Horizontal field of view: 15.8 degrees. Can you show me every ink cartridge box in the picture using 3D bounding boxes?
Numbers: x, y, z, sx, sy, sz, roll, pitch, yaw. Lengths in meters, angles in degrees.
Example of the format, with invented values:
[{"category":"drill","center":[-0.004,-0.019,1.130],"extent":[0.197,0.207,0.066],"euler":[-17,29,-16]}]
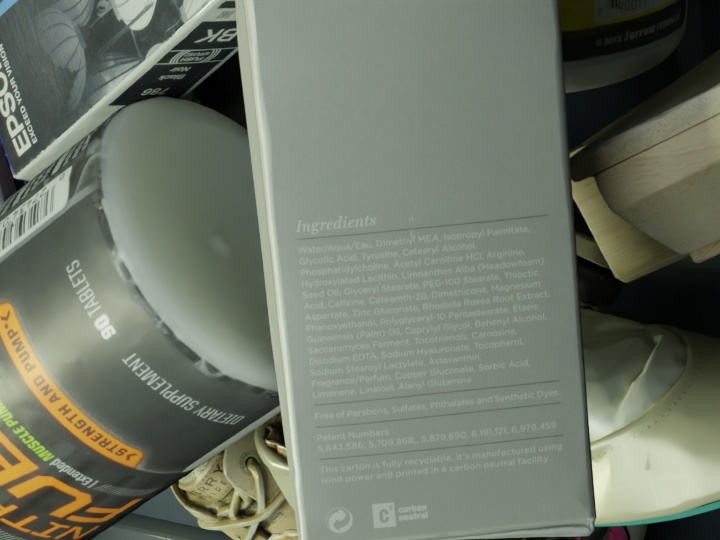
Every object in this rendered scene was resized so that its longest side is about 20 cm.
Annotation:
[{"category":"ink cartridge box","center":[-0.082,-0.098,0.821],"extent":[0.200,0.039,0.100],"euler":[-37,69,46]}]

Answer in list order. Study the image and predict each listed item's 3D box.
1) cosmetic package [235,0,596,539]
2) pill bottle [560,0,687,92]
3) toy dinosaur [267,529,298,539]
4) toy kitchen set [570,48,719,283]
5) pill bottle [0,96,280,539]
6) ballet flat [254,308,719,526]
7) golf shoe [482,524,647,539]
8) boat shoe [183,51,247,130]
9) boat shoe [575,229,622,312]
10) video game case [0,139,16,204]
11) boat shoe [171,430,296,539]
[{"category":"cosmetic package","center":[0.012,-0.038,0.691],"extent":[0.090,0.107,0.201],"euler":[-3,108,-2]},{"category":"pill bottle","center":[0.043,-0.160,0.768],"extent":[0.112,0.112,0.201],"euler":[10,114,29]},{"category":"toy dinosaur","center":[0.013,0.106,0.808],"extent":[0.101,0.058,0.201],"euler":[30,134,13]},{"category":"toy kitchen set","center":[0.167,0.006,0.724],"extent":[0.199,0.163,0.181],"euler":[-26,94,37]},{"category":"pill bottle","center":[-0.106,0.037,0.845],"extent":[0.200,0.106,0.106],"euler":[-35,89,33]},{"category":"ballet flat","center":[0.050,0.046,0.820],"extent":[0.199,0.069,0.070],"euler":[-13,102,34]},{"category":"golf shoe","center":[0.062,0.122,0.903],"extent":[0.073,0.092,0.201],"euler":[46,115,49]},{"category":"boat shoe","center":[-0.032,-0.132,0.847],"extent":[0.060,0.076,0.201],"euler":[10,114,14]},{"category":"boat shoe","center":[0.000,0.000,0.873],"extent":[0.199,0.073,0.063],"euler":[11,85,32]},{"category":"video game case","center":[-0.210,-0.010,0.932],"extent":[0.181,0.024,0.201],"euler":[-14,97,12]},{"category":"boat shoe","center":[-0.042,0.070,0.943],"extent":[0.200,0.065,0.072],"euler":[49,126,6]}]
